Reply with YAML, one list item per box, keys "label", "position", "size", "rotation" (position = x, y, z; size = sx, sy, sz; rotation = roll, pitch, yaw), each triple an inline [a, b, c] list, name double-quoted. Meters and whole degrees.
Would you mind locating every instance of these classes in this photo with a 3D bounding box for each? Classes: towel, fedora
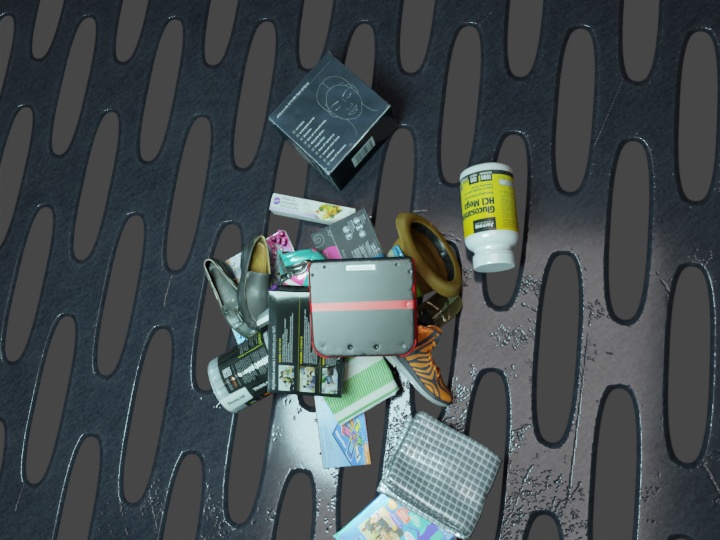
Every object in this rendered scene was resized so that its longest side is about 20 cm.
- label: "towel"
  position: [0.149, 0.380, 1.234]
  size: [0.197, 0.086, 0.167]
  rotation: [28, 65, 7]
- label: "fedora"
  position: [0.121, -0.020, 1.329]
  size: [0.081, 0.199, 0.203]
  rotation: [-38, 72, 31]
- label: "towel"
  position: [-0.029, 0.186, 1.291]
  size: [0.151, 0.023, 0.203]
  rotation: [-29, 97, 7]

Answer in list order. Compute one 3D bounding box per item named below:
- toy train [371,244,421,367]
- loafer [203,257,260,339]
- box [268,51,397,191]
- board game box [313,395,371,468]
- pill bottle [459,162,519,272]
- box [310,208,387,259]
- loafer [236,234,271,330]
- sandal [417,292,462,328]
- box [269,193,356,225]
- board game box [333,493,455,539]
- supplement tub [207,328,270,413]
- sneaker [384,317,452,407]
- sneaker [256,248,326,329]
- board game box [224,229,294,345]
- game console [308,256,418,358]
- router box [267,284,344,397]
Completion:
- label: "toy train"
  position: [0.067, 0.061, 1.226]
  size: [0.114, 0.084, 0.203]
  rotation: [-30, 80, 13]
- label: "loafer"
  position: [-0.280, 0.060, 1.399]
  size: [0.071, 0.063, 0.202]
  rotation: [-35, 74, 0]
- label: "box"
  position: [-0.058, -0.324, 1.435]
  size: [0.196, 0.124, 0.200]
  rotation: [43, 89, 15]
- label: "board game box"
  position: [-0.039, 0.293, 1.331]
  size: [0.100, 0.019, 0.205]
  rotation: [-7, 89, 10]
- label: "pill bottle"
  position: [0.263, -0.105, 1.331]
  size: [0.110, 0.112, 0.205]
  rotation: [-5, 77, 9]
- label: "box"
  position: [0.000, 0.000, 1.359]
  size: [0.130, 0.115, 0.203]
  rotation: [-25, 77, 3]
- label: "loafer"
  position: [-0.218, 0.022, 1.366]
  size: [0.071, 0.072, 0.204]
  rotation: [2, 65, -24]
- label: "sandal"
  position: [0.121, 0.106, 1.350]
  size: [0.197, 0.054, 0.081]
  rotation: [-30, 81, -12]
- label: "box"
  position: [-0.102, -0.130, 1.445]
  size: [0.195, 0.041, 0.040]
  rotation: [12, 79, 14]
- label: "board game box"
  position: [0.069, 0.510, 1.272]
  size: [0.199, 0.045, 0.153]
  rotation: [-40, 74, -1]
- label: "supplement tub"
  position: [-0.203, 0.196, 1.352]
  size: [0.197, 0.123, 0.124]
  rotation: [-29, 74, 4]
- label: "sneaker"
  position: [0.134, 0.172, 1.280]
  size: [0.112, 0.078, 0.200]
  rotation: [-44, 106, 7]
- label: "sneaker"
  position: [-0.144, 0.021, 1.300]
  size: [0.198, 0.083, 0.122]
  rotation: [-33, 77, 13]
- label: "board game box"
  position: [-0.216, 0.040, 1.438]
  size: [0.197, 0.026, 0.203]
  rotation: [-27, 74, 4]
- label: "game console"
  position: [0.004, 0.068, 1.183]
  size: [0.195, 0.031, 0.182]
  rotation: [-2, 92, 6]
- label: "router box"
  position: [-0.101, 0.134, 1.244]
  size: [0.145, 0.051, 0.205]
  rotation: [3, 102, 3]
